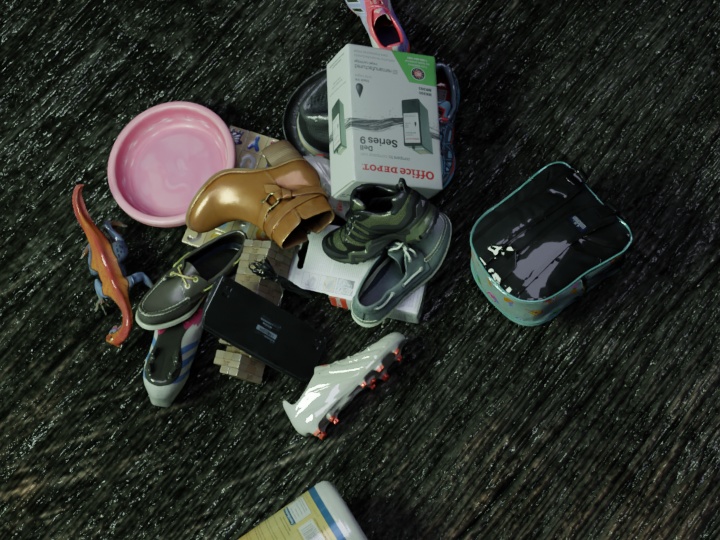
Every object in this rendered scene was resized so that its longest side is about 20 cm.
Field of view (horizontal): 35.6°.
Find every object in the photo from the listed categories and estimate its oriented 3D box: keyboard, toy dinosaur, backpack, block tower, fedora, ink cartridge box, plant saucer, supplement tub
[{"bbox_3d":[-0.123,0.062,1.556,0.199,0.020,0.128,33,78,-31],"label":"keyboard"},{"bbox_3d":[-0.366,0.013,1.598,0.104,0.200,0.182,-33,39,8],"label":"toy dinosaur"},{"bbox_3d":[0.250,-0.025,1.551,0.199,0.154,0.176,-32,69,-17],"label":"backpack"},{"bbox_3d":[-0.151,0.053,1.586,0.053,0.058,0.203,6,77,40],"label":"block tower"},{"bbox_3d":[-0.025,-0.247,1.681,0.197,0.092,0.204,-2,70,4],"label":"fedora"},{"bbox_3d":[0.000,0.000,1.619,0.197,0.050,0.111,11,73,10],"label":"ink cartridge box"},{"bbox_3d":[-0.280,-0.155,1.689,0.197,0.051,0.204,-3,69,7],"label":"plant saucer"},{"bbox_3d":[-0.084,0.383,1.442,0.199,0.145,0.146,-33,71,-7],"label":"supplement tub"},{"bbox_3d":[0.034,-0.202,1.579,0.144,0.084,0.204,3,75,-24],"label":"ink cartridge box"}]

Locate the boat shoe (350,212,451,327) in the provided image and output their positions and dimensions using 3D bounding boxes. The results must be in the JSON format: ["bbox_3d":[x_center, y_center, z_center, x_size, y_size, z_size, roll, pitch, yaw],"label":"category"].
[{"bbox_3d":[0.059,-0.009,1.556,0.073,0.062,0.200,38,77,17],"label":"boat shoe"}]

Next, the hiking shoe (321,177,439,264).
[{"bbox_3d":[0.011,-0.076,1.528,0.198,0.101,0.076,-19,33,39],"label":"hiking shoe"}]

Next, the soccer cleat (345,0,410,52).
[{"bbox_3d":[0.023,-0.403,1.741,0.066,0.077,0.202,-22,71,-3],"label":"soccer cleat"}]

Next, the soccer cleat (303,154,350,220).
[{"bbox_3d":[-0.032,-0.114,1.638,0.197,0.070,0.078,17,52,8],"label":"soccer cleat"}]

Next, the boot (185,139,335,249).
[{"bbox_3d":[-0.140,-0.078,1.578,0.198,0.077,0.156,-31,57,-5],"label":"boot"}]

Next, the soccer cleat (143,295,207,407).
[{"bbox_3d":[-0.264,0.103,1.600,0.069,0.087,0.202,13,49,3],"label":"soccer cleat"}]

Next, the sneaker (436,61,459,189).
[{"bbox_3d":[0.104,-0.216,1.659,0.078,0.096,0.203,3,71,6],"label":"sneaker"}]

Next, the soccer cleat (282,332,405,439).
[{"bbox_3d":[-0.022,0.147,1.562,0.200,0.069,0.078,-43,70,-7],"label":"soccer cleat"}]

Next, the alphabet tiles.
[{"bbox_3d":[-0.189,-0.119,1.697,0.164,0.006,0.203,18,74,10],"label":"alphabet tiles"}]

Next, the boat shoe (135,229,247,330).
[{"bbox_3d":[-0.238,0.009,1.585,0.071,0.061,0.201,37,54,22],"label":"boat shoe"}]
